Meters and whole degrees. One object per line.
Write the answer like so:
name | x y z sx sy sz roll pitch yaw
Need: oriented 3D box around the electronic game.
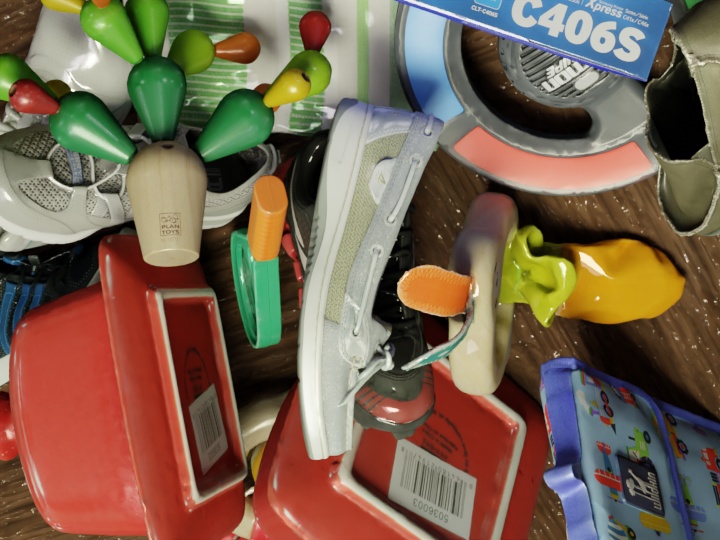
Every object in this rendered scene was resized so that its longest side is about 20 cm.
electronic game | 0.119 -0.130 0.876 0.200 0.042 0.200 3 125 5

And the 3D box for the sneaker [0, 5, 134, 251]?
sneaker | -0.197 -0.091 0.972 0.070 0.080 0.200 33 128 21

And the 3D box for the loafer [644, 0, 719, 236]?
loafer | 0.178 -0.082 0.811 0.070 0.075 0.200 -17 149 -8

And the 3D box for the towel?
towel | -0.049 -0.146 0.935 0.200 0.023 0.153 6 125 12

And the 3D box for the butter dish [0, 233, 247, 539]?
butter dish | -0.165 0.087 0.957 0.148 0.200 0.200 -12 88 9

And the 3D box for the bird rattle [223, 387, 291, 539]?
bird rattle | -0.065 0.161 1.111 0.163 0.113 0.200 -29 116 12

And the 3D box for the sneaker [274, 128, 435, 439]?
sneaker | 0.000 0.000 0.917 0.071 0.201 0.098 -9 155 -21

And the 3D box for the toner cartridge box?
toner cartridge box | 0.053 -0.150 0.790 0.200 0.095 0.043 18 98 -5

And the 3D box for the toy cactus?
toy cactus | -0.107 -0.088 0.859 0.200 0.165 0.102 0 162 -22

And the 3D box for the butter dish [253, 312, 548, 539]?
butter dish | 0.005 0.138 1.012 0.200 0.200 0.148 38 138 -22

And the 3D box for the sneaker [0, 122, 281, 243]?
sneaker | -0.139 -0.067 0.925 0.082 0.200 0.075 -29 74 45

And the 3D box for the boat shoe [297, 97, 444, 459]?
boat shoe | 0.002 0.006 0.848 0.065 0.202 0.074 8 171 0

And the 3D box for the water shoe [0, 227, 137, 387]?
water shoe | -0.236 0.017 1.073 0.200 0.072 0.079 -35 107 32

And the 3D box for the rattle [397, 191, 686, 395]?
rattle | 0.108 0.022 0.897 0.143 0.200 0.130 23 89 10

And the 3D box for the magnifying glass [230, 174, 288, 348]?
magnifying glass | -0.064 -0.008 0.963 0.022 0.080 0.200 -11 161 -13

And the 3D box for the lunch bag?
lunch bag | 0.163 0.149 0.950 0.094 0.151 0.200 -21 148 27
